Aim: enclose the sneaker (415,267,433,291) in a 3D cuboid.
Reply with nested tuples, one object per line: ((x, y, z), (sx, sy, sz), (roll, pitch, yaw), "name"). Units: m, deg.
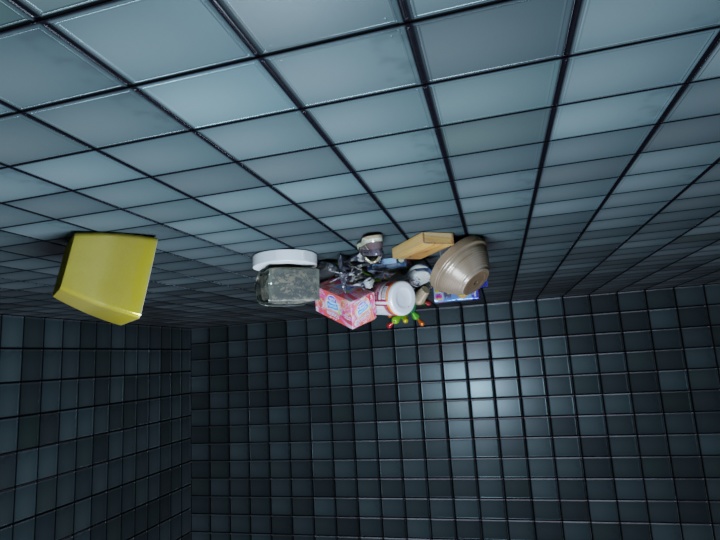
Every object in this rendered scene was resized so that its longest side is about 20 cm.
((0.197, 0.031, 1.787), (0.199, 0.079, 0.085), (-22, -166, 41), "sneaker")

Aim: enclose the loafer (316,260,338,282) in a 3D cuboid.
((-0.136, 0.020, 1.718), (0.072, 0.073, 0.200), (30, 156, -17), "loafer")

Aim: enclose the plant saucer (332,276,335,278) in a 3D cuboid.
((-0.161, 0.058, 1.834), (0.198, 0.033, 0.201), (-13, -163, 4), "plant saucer")

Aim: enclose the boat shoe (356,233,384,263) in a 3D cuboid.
((0.030, -0.052, 1.435), (0.071, 0.066, 0.200), (-4, 171, -7), "boat shoe")

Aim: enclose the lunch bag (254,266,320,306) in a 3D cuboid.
((-0.233, 0.052, 1.591), (0.162, 0.119, 0.200), (1, 175, -23), "lunch bag")

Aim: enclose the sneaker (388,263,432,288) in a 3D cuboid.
((0.163, 0.048, 1.696), (0.077, 0.086, 0.199), (42, 138, -19), "sneaker")

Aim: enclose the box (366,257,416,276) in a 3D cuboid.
((0.115, -0.009, 1.786), (0.135, 0.038, 0.200), (-8, 169, 17), "box")

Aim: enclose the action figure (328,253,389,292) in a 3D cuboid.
((0.000, 0.000, 1.588), (0.199, 0.120, 0.102), (-11, 179, -42), "action figure")

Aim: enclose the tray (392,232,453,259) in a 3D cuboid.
((0.178, -0.069, 1.484), (0.098, 0.038, 0.200), (1, 170, -21), "tray")

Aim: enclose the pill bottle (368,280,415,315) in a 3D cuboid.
((0.076, 0.090, 1.653), (0.109, 0.111, 0.199), (4, 176, -36), "pill bottle")

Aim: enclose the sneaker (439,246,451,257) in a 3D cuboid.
((0.296, -0.055, 1.543), (0.098, 0.071, 0.200), (-22, 158, 1), "sneaker")

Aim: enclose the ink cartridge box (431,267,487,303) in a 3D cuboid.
((0.373, 0.045, 1.900), (0.198, 0.138, 0.076), (-7, 175, 18), "ink cartridge box")

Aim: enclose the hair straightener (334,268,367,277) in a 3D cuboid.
((-0.023, 0.025, 1.819), (0.041, 0.078, 0.199), (-8, 169, 35), "hair straightener")

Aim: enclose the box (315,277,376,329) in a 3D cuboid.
((-0.052, 0.100, 1.633), (0.102, 0.096, 0.199), (-19, -154, -35), "box")

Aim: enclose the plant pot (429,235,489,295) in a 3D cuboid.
((0.306, 0.005, 1.478), (0.200, 0.093, 0.202), (-28, 147, -20), "plant pot")

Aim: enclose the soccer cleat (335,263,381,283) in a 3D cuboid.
((-0.010, 0.032, 1.744), (0.199, 0.082, 0.067), (26, 180, -35), "soccer cleat")

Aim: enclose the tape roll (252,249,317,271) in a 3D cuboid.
((-0.232, -0.028, 1.570), (0.200, 0.038, 0.203), (-4, 169, -1), "tape roll")

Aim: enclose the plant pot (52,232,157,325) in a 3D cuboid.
((-0.630, 0.011, 1.242), (0.175, 0.202, 0.199), (17, 160, -34), "plant pot")

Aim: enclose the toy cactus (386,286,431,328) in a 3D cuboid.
((0.181, 0.123, 1.710), (0.199, 0.103, 0.166), (-14, 149, -41), "toy cactus")
